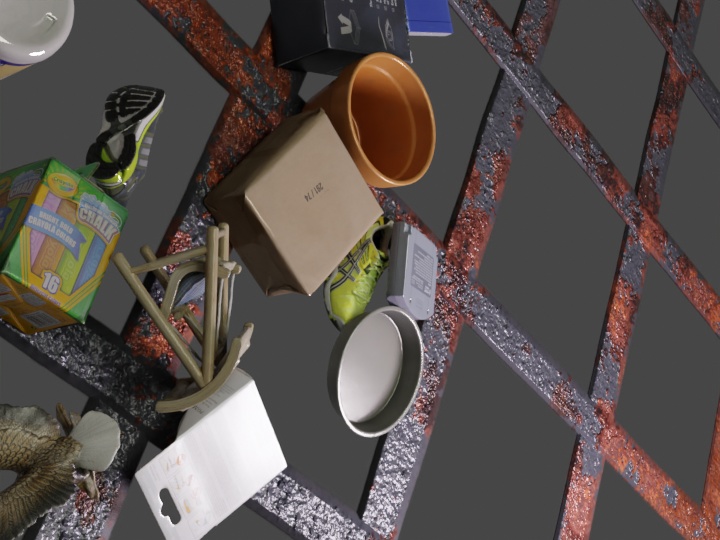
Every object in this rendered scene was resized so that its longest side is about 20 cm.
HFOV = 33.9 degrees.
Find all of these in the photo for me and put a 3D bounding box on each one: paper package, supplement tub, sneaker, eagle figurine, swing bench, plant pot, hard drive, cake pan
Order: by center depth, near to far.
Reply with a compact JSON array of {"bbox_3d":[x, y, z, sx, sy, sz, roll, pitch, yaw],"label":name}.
[{"bbox_3d":[-0.425,-0.278,1.296,0.145,0.199,0.147,13,73,-45],"label":"supplement tub"},{"bbox_3d":[-0.377,0.224,1.310,0.199,0.151,0.153,2,101,-52],"label":"eagle figurine"},{"bbox_3d":[-0.204,0.055,1.460,0.199,0.128,0.202,-117,-168,-86],"label":"swing bench"},{"bbox_3d":[-0.300,-0.163,1.517,0.081,0.073,0.201,94,9,-48],"label":"sneaker"},{"bbox_3d":[-0.091,-0.092,1.684,0.200,0.103,0.191,-49,118,-33],"label":"paper package"},{"bbox_3d":[0.021,0.151,1.792,0.199,0.037,0.203,-14,108,-46],"label":"cake pan"},{"bbox_3d":[0.001,-0.217,1.801,0.199,0.139,0.202,11,74,-45],"label":"plant pot"},{"bbox_3d":[0.000,0.000,1.805,0.075,0.076,0.202,31,62,-42],"label":"sneaker"},{"bbox_3d":[0.098,-0.511,2.051,0.131,0.025,0.202,-11,91,-48],"label":"hard drive"}]

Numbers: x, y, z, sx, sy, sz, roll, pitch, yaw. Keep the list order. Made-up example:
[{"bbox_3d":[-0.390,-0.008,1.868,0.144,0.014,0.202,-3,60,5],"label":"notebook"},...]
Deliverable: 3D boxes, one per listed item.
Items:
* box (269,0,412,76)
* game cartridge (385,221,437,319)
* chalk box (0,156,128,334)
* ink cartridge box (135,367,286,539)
[{"bbox_3d":[-0.034,-0.412,1.817,0.199,0.117,0.199,-1,82,-49],"label":"box"},{"bbox_3d":[0.082,0.009,1.864,0.200,0.040,0.135,33,57,-70],"label":"game cartridge"},{"bbox_3d":[-0.365,-0.047,1.375,0.124,0.124,0.202,38,55,-37],"label":"chalk box"},{"bbox_3d":[-0.200,0.249,1.540,0.199,0.057,0.164,-35,127,-25],"label":"ink cartridge box"}]
